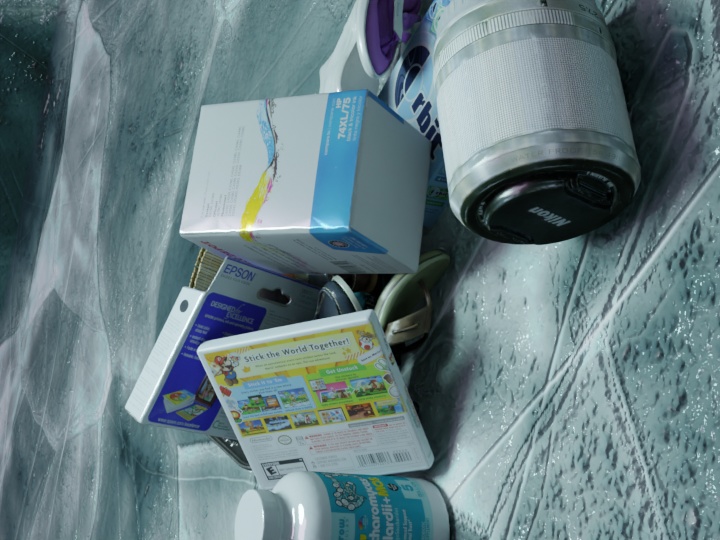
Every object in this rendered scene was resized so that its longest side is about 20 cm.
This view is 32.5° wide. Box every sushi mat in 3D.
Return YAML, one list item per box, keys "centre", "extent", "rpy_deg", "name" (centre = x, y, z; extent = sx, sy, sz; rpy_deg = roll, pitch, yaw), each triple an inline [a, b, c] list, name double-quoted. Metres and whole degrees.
- centre: [-0.137, 0.023, 1.523]
  extent: [0.012, 0.200, 0.096]
  rpy_deg: [12, 82, 36]
  name: "sushi mat"

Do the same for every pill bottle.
- centre: [-0.020, 0.257, 1.226]
  extent: [0.111, 0.200, 0.111]
  rpy_deg: [-24, 62, 58]
  name: "pill bottle"

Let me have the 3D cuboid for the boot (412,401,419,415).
- centre: [0.011, 0.212, 1.346]
  extent: [0.200, 0.070, 0.132]
  rpy_deg: [155, 112, -65]
  name: "boot"

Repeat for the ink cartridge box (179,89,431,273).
- centre: [-0.054, -0.083, 1.254]
  extent: [0.200, 0.147, 0.146]
  rpy_deg: [-1, 74, 29]
  name: "ink cartridge box"

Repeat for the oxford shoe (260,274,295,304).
- centre: [-0.110, 0.047, 1.515]
  extent: [0.071, 0.073, 0.200]
  rpy_deg: [43, 157, 50]
  name: "oxford shoe"

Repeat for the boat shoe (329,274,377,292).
- centre: [-0.048, -0.052, 1.370]
  extent: [0.200, 0.070, 0.070]
  rpy_deg: [60, 140, 35]
  name: "boat shoe"

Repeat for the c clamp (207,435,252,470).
- centre: [-0.113, 0.159, 1.514]
  extent: [0.200, 0.027, 0.171]
  rpy_deg: [24, 77, 44]
  name: "c clamp"

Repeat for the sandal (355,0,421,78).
- centre: [0.041, -0.282, 1.349]
  extent: [0.050, 0.082, 0.203]
  rpy_deg: [-9, 35, 25]
  name: "sandal"

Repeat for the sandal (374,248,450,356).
- centre: [0.039, 0.068, 1.289]
  extent: [0.057, 0.080, 0.201]
  rpy_deg: [32, 91, 21]
  name: "sandal"

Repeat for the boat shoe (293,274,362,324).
- centre: [-0.033, 0.085, 1.361]
  extent: [0.075, 0.062, 0.200]
  rpy_deg: [57, 159, 31]
  name: "boat shoe"

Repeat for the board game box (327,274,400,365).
- centre: [0.000, 0.000, 1.400]
  extent: [0.135, 0.028, 0.200]
  rpy_deg: [15, 110, 63]
  name: "board game box"

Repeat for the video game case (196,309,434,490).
- centre: [-0.046, 0.137, 1.260]
  extent: [0.200, 0.182, 0.023]
  rpy_deg: [-12, 24, 24]
  name: "video game case"

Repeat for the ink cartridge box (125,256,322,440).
- centre: [-0.135, 0.085, 1.343]
  extent: [0.043, 0.198, 0.200]
  rpy_deg: [33, 97, 38]
  name: "ink cartridge box"

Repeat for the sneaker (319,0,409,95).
- centre: [-0.008, -0.251, 1.424]
  extent: [0.088, 0.075, 0.200]
  rpy_deg: [-23, 36, 51]
  name: "sneaker"

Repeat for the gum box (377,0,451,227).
- centre: [0.084, -0.175, 1.322]
  extent: [0.200, 0.045, 0.170]
  rpy_deg: [-58, 36, 39]
  name: "gum box"

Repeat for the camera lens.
- centre: [0.147, -0.133, 1.062]
  extent: [0.160, 0.160, 0.200]
  rpy_deg: [-42, 47, 51]
  name: "camera lens"
